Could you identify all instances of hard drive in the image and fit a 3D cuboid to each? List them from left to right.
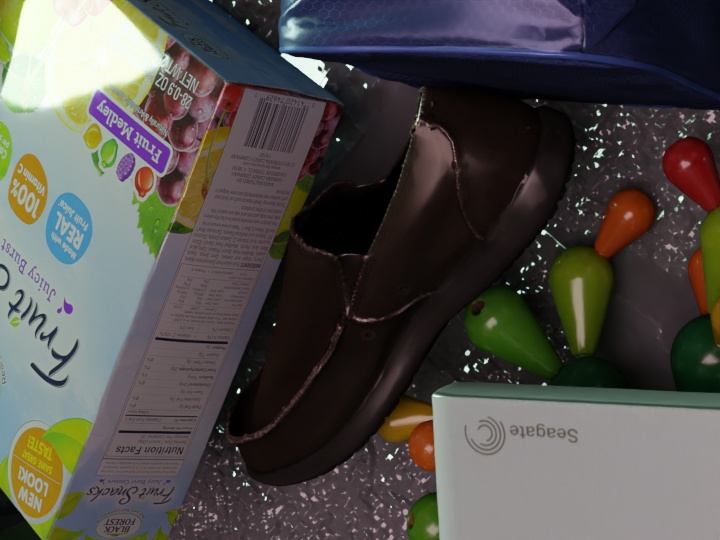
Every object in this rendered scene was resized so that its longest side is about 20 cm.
[{"bbox_3d":[0.091,0.142,0.733,0.131,0.027,0.202,1,98,31],"label":"hard drive"}]

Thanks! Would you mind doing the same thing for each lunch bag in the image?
[{"bbox_3d":[0.057,-0.131,0.732,0.135,0.200,0.134,5,90,23],"label":"lunch bag"}]

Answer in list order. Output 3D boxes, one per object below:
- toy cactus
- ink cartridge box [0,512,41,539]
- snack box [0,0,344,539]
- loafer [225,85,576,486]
[{"bbox_3d":[0.105,0.064,0.811,0.165,0.102,0.200,43,104,2],"label":"toy cactus"},{"bbox_3d":[-0.195,0.223,0.964,0.144,0.084,0.202,-12,93,25],"label":"ink cartridge box"},{"bbox_3d":[-0.109,-0.017,0.865,0.168,0.067,0.202,39,115,43],"label":"snack box"},{"bbox_3d":[0.000,0.000,0.808,0.071,0.073,0.200,31,120,-14],"label":"loafer"}]
